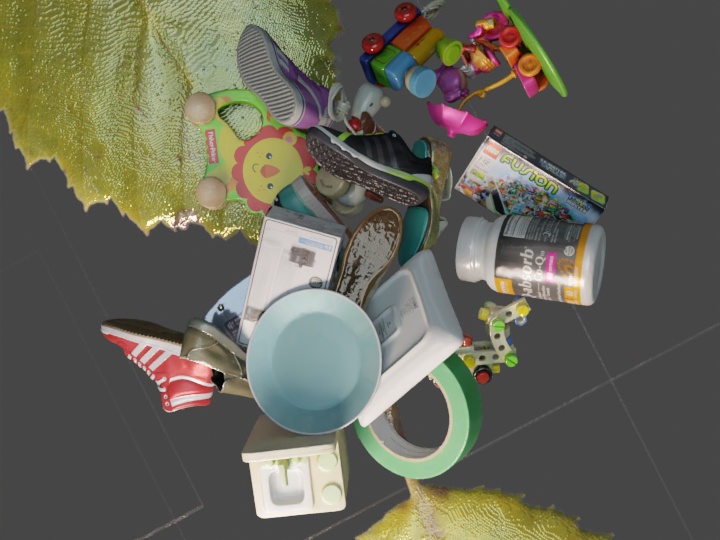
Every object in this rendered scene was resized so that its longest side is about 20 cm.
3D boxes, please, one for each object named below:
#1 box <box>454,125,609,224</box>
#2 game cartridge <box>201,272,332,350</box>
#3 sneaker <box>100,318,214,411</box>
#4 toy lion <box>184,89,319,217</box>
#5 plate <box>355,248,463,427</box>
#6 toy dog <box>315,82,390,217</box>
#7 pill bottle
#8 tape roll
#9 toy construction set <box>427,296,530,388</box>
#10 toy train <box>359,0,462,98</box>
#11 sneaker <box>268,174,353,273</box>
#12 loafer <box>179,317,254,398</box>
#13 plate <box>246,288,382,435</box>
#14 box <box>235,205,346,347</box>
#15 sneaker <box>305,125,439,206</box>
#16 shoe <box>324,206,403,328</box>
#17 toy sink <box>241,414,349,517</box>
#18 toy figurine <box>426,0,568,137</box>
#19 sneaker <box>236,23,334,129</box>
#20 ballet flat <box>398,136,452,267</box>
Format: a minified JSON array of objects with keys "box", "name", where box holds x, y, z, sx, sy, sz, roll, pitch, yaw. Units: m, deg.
[{"box":[0.249,-0.114,1.424,0.199,0.035,0.110,32,133,2],"name":"box"},{"box":[-0.136,0.064,1.472,0.199,0.041,0.134,-32,93,2],"name":"game cartridge"},{"box":[-0.305,0.144,1.462,0.198,0.071,0.114,15,105,15],"name":"sneaker"},{"box":[-0.157,-0.173,1.461,0.189,0.069,0.202,-8,90,-5],"name":"toy lion"},{"box":[0.043,0.086,1.369,0.032,0.200,0.200,32,116,-34],"name":"plate"},{"box":[0.009,-0.173,1.428,0.095,0.132,0.202,14,101,24],"name":"toy dog"},{"box":[0.244,-0.020,1.396,0.198,0.116,0.118,8,91,22],"name":"pill bottle"},{"box":[0.078,0.197,1.411,0.199,0.048,0.203,8,105,31],"name":"tape roll"},{"box":[0.150,0.099,1.433,0.198,0.092,0.132,1,115,10],"name":"toy construction set"},{"box":[0.103,-0.336,1.409,0.200,0.085,0.115,-45,54,-14],"name":"toy train"},{"box":[-0.056,-0.042,1.442,0.080,0.071,0.200,-36,105,10],"name":"sneaker"},{"box":[-0.182,0.148,1.398,0.200,0.075,0.070,40,70,-21],"name":"loafer"},{"box":[-0.063,0.126,1.349,0.198,0.026,0.203,-2,83,15],"name":"plate"},{"box":[-0.099,0.022,1.394,0.115,0.060,0.202,17,109,1],"name":"box"},{"box":[0.017,-0.162,1.363,0.199,0.072,0.084,26,68,-16],"name":"sneaker"},{"box":[0.000,0.000,1.396,0.069,0.053,0.201,27,89,-3],"name":"shoe"},{"box":[-0.087,0.278,1.387,0.129,0.200,0.113,-7,96,1],"name":"toy sink"},{"box":[0.173,-0.286,1.421,0.183,0.150,0.201,-33,68,12],"name":"toy figurine"},{"box":[-0.107,-0.281,1.455,0.073,0.114,0.202,-47,58,32],"name":"sneaker"},{"box":[0.103,-0.097,1.450,0.070,0.071,0.202,7,93,2],"name":"ballet flat"}]
